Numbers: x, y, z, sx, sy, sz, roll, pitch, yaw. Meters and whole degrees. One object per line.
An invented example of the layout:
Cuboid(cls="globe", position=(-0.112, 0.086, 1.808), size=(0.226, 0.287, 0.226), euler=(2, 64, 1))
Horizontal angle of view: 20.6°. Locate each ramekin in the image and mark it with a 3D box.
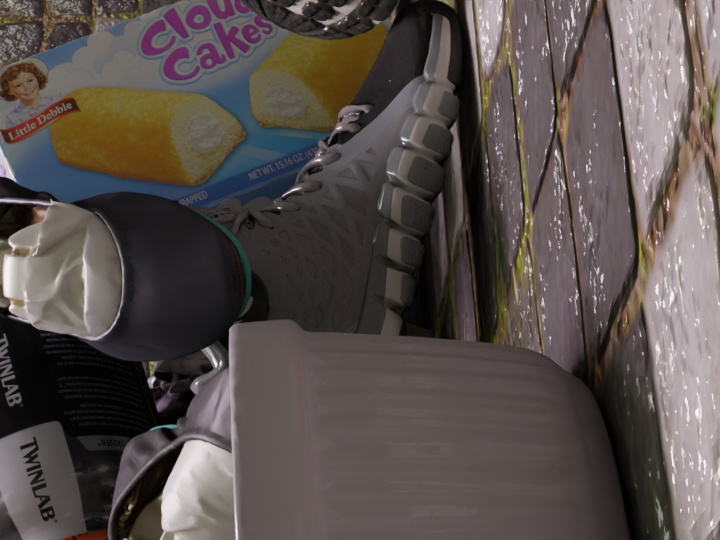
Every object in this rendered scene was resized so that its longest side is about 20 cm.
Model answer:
Cuboid(cls="ramekin", position=(0.017, 0.113, 0.577), size=(0.200, 0.104, 0.202), euler=(178, 90, -87))

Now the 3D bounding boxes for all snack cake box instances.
Cuboid(cls="snack cake box", position=(-0.073, -0.067, 0.950), size=(0.115, 0.199, 0.067), euler=(61, 165, 24))

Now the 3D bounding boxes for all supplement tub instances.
Cuboid(cls="supplement tub", position=(-0.156, 0.084, 0.957), size=(0.123, 0.122, 0.201), euler=(92, 159, -52))

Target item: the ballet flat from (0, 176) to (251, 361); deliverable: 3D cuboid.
Cuboid(cls="ballet flat", position=(-0.127, 0.000, 0.811), size=(0.199, 0.073, 0.074), euler=(12, 108, 49))

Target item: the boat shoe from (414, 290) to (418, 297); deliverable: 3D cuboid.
Cuboid(cls="boat shoe", position=(-0.001, -0.002, 1.068), size=(0.200, 0.066, 0.075), euler=(58, -174, -48))

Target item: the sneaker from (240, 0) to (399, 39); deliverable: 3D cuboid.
Cuboid(cls="sneaker", position=(0.005, -0.176, 0.825), size=(0.200, 0.076, 0.089), euler=(-57, 9, 50))

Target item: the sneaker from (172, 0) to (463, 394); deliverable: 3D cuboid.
Cuboid(cls="sneaker", position=(-0.027, -0.033, 0.831), size=(0.075, 0.115, 0.201), euler=(117, 166, -73))

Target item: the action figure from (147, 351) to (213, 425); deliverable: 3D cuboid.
Cuboid(cls="action figure", position=(-0.075, 0.124, 1.051), size=(0.130, 0.069, 0.202), euler=(156, 105, -68))

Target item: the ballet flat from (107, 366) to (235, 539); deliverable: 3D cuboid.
Cuboid(cls="ballet flat", position=(-0.054, 0.088, 0.790), size=(0.069, 0.068, 0.200), euler=(-64, 12, -25))

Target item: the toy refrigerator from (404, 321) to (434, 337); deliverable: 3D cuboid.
Cuboid(cls="toy refrigerator", position=(0.002, 0.126, 0.981), size=(0.076, 0.070, 0.202), euler=(22, -119, -58))
